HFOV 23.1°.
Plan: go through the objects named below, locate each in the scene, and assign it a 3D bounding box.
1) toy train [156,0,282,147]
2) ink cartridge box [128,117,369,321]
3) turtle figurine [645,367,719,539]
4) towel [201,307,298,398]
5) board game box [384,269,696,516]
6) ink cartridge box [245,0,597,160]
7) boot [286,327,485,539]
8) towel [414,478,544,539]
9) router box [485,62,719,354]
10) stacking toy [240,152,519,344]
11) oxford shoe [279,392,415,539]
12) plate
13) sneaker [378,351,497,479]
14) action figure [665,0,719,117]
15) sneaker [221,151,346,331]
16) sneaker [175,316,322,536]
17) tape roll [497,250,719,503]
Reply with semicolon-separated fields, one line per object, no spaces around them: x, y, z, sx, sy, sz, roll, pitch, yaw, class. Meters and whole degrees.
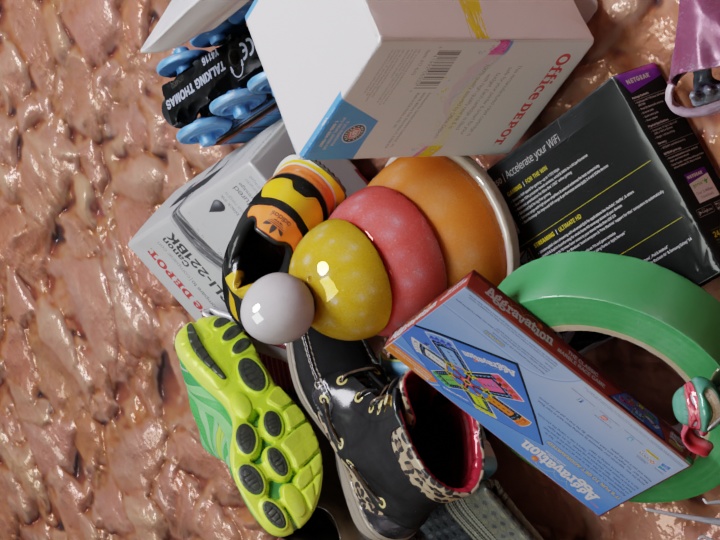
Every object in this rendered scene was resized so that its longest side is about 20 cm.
-0.076;-0.160;1.380;0.200;0.114;0.087;-28;76;49;toy train
-0.076;-0.023;1.438;0.144;0.084;0.200;49;141;-11;ink cartridge box
0.269;0.085;1.087;0.101;0.199;0.150;-93;-5;-54;turtle figurine
-0.060;0.120;1.493;0.144;0.023;0.200;17;140;22;towel
0.122;0.087;1.200;0.200;0.019;0.103;38;137;-11;board game box
0.048;-0.163;1.200;0.129;0.200;0.125;-52;51;45;ink cartridge box
0.018;0.096;1.295;0.151;0.073;0.200;-39;66;62;boot
0.111;0.254;1.401;0.200;0.035;0.192;49;141;-8;towel
0.163;-0.031;1.233;0.200;0.051;0.149;-36;79;49;router box
0.000;0.000;1.235;0.146;0.200;0.147;27;127;42;stacking toy
-0.043;0.170;1.408;0.200;0.084;0.073;47;137;35;oxford shoe
-0.063;-0.254;1.289;0.032;0.200;0.200;40;143;-17;plate
0.042;0.124;1.428;0.200;0.079;0.131;-39;61;59;sneaker
0.223;-0.212;1.079;0.149;0.134;0.201;57;-165;-78;action figure
-0.078;-0.002;1.320;0.070;0.090;0.200;36;142;5;sneaker
-0.085;0.126;1.389;0.084;0.074;0.200;92;155;-53;sneaker
0.173;0.076;1.211;0.200;0.048;0.201;16;137;15;tape roll
